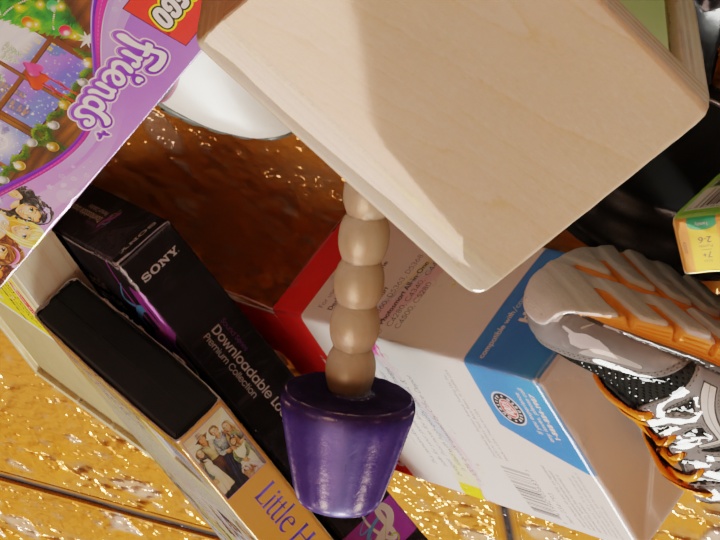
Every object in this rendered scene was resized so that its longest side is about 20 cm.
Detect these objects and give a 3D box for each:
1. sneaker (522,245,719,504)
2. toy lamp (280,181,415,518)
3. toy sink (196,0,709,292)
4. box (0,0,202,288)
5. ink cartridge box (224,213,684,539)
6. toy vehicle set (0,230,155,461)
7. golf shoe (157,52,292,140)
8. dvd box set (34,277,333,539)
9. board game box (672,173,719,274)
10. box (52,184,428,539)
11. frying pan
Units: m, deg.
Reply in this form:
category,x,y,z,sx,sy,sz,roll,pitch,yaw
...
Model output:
category,x,y,z,sx,sy,sz,roll,pitch,yaw
sneaker,0.138,0.052,1.022,0.199,0.078,0.078,24,-163,-33
toy lamp,0.000,0.000,1.027,0.058,0.058,0.202,11,109,22
toy sink,0.035,-0.115,0.871,0.112,0.201,0.130,-39,113,23
box,-0.145,-0.082,0.919,0.136,0.039,0.200,30,130,-18
ink cartridge box,0.044,0.041,1.120,0.199,0.067,0.116,15,148,45
toy vehicle set,-0.165,-0.001,1.223,0.124,0.027,0.200,29,159,48
golf shoe,-0.061,-0.108,0.968,0.088,0.077,0.200,33,167,44
dvd box set,-0.057,0.100,1.165,0.146,0.029,0.200,34,163,52
board game box,0.215,-0.033,0.875,0.199,0.095,0.030,-9,104,29
box,-0.062,0.049,1.183,0.200,0.036,0.143,51,169,-22
frying pan,0.109,-0.063,0.983,0.114,0.031,0.191,4,140,26
